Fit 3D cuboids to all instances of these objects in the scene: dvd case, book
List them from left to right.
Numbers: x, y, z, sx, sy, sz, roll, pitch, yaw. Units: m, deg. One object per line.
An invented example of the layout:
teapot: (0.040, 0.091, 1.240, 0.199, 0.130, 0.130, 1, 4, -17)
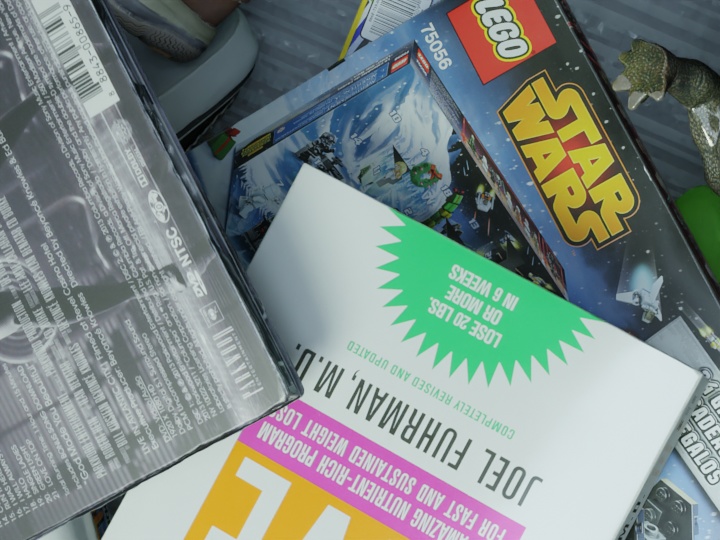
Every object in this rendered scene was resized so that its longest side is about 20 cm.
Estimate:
dvd case: (-0.130, 0.014, 0.650, 0.199, 0.016, 0.149, -29, 86, 21)
book: (-0.004, 0.089, 0.642, 0.133, 0.048, 0.201, 27, 89, 17)

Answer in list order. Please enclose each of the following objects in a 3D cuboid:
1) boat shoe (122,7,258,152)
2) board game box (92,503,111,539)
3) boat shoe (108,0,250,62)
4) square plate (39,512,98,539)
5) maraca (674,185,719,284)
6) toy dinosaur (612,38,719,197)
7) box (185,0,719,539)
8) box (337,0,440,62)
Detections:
boat shoe: (-0.112, -0.017, 0.775, 0.200, 0.071, 0.064, -37, 122, 0)
board game box: (-0.145, 0.157, 0.800, 0.134, 0.034, 0.202, -12, 94, 7)
boat shoe: (-0.093, -0.164, 0.744, 0.072, 0.076, 0.200, -39, 80, 10)
square plate: (-0.183, 0.092, 0.707, 0.197, 0.028, 0.201, -16, 81, 1)
maraca: (0.085, 0.070, 0.735, 0.136, 0.107, 0.202, 4, 86, 20)
toy dinosaur: (0.138, -0.067, 0.671, 0.077, 0.102, 0.201, 6, 76, 35)
box: (0.042, 0.022, 0.676, 0.136, 0.040, 0.201, -29, 77, 12)
box: (0.000, 0.000, 0.756, 0.064, 0.070, 0.201, 24, 96, 5)
